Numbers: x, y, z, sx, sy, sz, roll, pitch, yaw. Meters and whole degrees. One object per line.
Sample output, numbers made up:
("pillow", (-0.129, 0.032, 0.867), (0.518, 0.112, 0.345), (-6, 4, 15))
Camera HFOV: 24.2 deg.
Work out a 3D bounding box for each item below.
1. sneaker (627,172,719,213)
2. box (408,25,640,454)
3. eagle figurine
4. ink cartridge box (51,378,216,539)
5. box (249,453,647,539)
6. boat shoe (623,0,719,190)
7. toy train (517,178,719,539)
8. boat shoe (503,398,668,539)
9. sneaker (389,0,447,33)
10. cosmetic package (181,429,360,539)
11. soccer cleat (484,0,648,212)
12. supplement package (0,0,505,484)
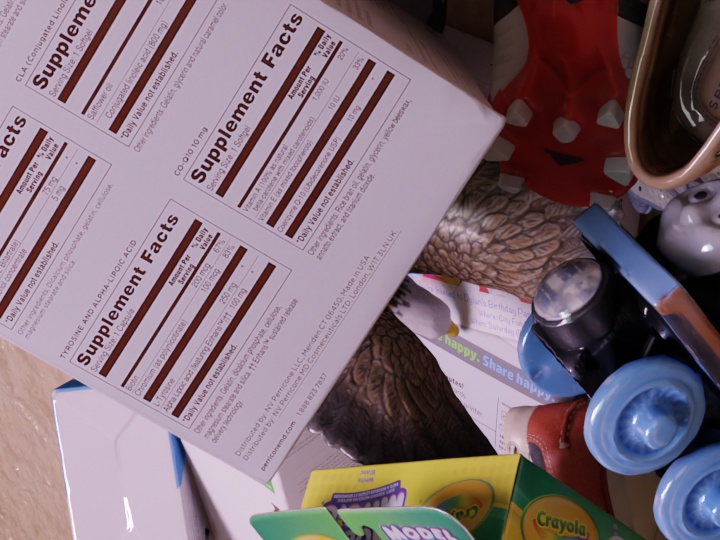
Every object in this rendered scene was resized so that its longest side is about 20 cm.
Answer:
("sneaker", (0.122, -0.068, 0.685), (0.200, 0.078, 0.086), (54, 145, 13))
("box", (0.060, -0.009, 0.820), (0.156, 0.041, 0.200), (29, 129, 37))
("eagle figurine", (0.006, 0.001, 0.760), (0.200, 0.151, 0.152), (15, 107, 57))
("ink cartridge box", (-0.125, 0.110, 1.019), (0.200, 0.067, 0.116), (-51, -47, -84))
("box", (0.061, 0.126, 0.673), (0.117, 0.048, 0.200), (-11, 145, 45))
("boat shoe", (0.133, -0.110, 0.525), (0.071, 0.065, 0.200), (35, 134, 30))
("toy train", (0.145, 0.048, 0.632), (0.200, 0.114, 0.087), (47, -178, -32))
("boat shoe", (0.115, 0.147, 0.797), (0.063, 0.071, 0.200), (0, 121, 26))
("sneaker", (-0.035, -0.178, 0.767), (0.074, 0.088, 0.200), (-35, 74, 29))
("cosmetic package", (-0.035, 0.103, 0.919), (0.108, 0.085, 0.200), (34, 148, 38))
("soccer cleat", (0.078, -0.097, 0.604), (0.069, 0.085, 0.200), (12, 150, 20))
("supplement package", (-0.081, -0.062, 0.588), (0.200, 0.191, 0.147), (31, 101, -11))
